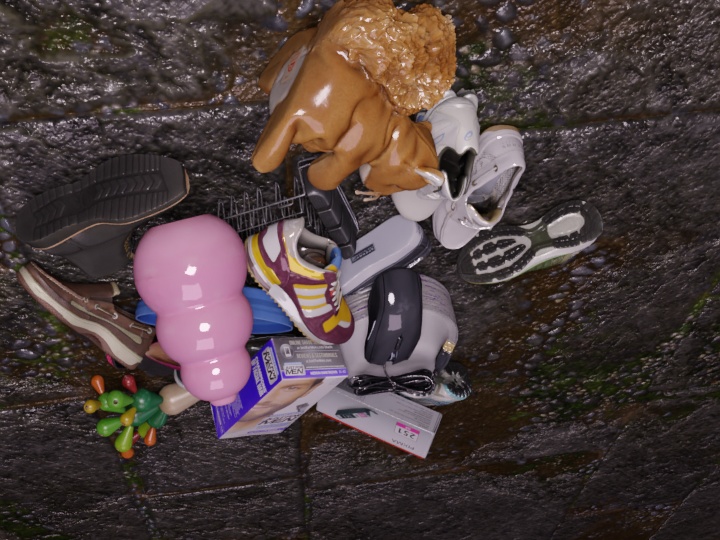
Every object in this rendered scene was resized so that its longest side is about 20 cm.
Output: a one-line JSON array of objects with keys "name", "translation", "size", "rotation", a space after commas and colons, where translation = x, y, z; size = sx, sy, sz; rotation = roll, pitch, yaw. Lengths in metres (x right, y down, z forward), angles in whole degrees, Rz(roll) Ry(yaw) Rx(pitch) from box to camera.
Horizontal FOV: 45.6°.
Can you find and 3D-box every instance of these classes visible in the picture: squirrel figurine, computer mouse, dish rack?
[{"name": "squirrel figurine", "translation": [0.018, -0.155, 0.814], "size": [0.185, 0.143, 0.200], "rotation": [28, 121, -27]}, {"name": "computer mouse", "translation": [0.068, 0.092, 1.112], "size": [0.138, 0.046, 0.203], "rotation": [2, 122, -20]}, {"name": "dish rack", "translation": [-0.109, -0.045, 1.025], "size": [0.196, 0.055, 0.154], "rotation": [-16, 143, 10]}]

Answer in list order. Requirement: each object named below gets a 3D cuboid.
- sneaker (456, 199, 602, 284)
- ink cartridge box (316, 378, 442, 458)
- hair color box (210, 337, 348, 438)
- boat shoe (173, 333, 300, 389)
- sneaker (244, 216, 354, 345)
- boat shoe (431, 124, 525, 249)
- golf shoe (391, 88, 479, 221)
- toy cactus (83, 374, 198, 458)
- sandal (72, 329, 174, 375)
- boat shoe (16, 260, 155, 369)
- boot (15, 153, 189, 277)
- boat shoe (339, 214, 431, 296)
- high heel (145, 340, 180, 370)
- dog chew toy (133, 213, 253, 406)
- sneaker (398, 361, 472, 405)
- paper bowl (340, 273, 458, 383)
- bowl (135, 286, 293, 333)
[{"name": "sneaker", "translation": [0.226, -0.020, 1.137], "size": [0.197, 0.078, 0.089], "rotation": [-18, 153, 14]}, {"name": "ink cartridge box", "translation": [0.022, 0.249, 1.400], "size": [0.197, 0.044, 0.175], "rotation": [22, 144, 9]}, {"name": "hair color box", "translation": [-0.116, 0.164, 1.185], "size": [0.108, 0.066, 0.200], "rotation": [1, 147, -37]}, {"name": "boat shoe", "translation": [-0.169, 0.127, 1.236], "size": [0.196, 0.077, 0.061], "rotation": [-9, 148, -24]}, {"name": "sneaker", "translation": [-0.047, 0.017, 1.000], "size": [0.089, 0.076, 0.200], "rotation": [-22, 136, 24]}, {"name": "boat shoe", "translation": [0.139, -0.081, 1.024], "size": [0.069, 0.070, 0.201], "rotation": [0, 144, -18]}, {"name": "golf shoe", "translation": [0.082, -0.105, 0.954], "size": [0.077, 0.099, 0.201], "rotation": [-3, 146, -14]}, {"name": "toy cactus", "translation": [-0.319, 0.202, 1.294], "size": [0.162, 0.103, 0.201], "rotation": [-21, 146, -9]}, {"name": "sandal", "translation": [-0.316, 0.113, 1.194], "size": [0.074, 0.046, 0.200], "rotation": [-24, 143, 19]}, {"name": "boat shoe", "translation": [-0.338, 0.041, 1.084], "size": [0.075, 0.074, 0.203], "rotation": [-50, 132, -9]}, {"name": "boot", "translation": [-0.262, -0.055, 0.966], "size": [0.196, 0.079, 0.139], "rotation": [-12, 155, 13]}, {"name": "boat shoe", "translation": [0.000, 0.000, 1.107], "size": [0.198, 0.073, 0.068], "rotation": [-31, 140, 15]}, {"name": "high heel", "translation": [-0.211, 0.109, 1.092], "size": [0.094, 0.069, 0.199], "rotation": [-6, 177, -25]}, {"name": "dog chew toy", "translation": [-0.170, 0.045, 0.924], "size": [0.122, 0.204, 0.125], "rotation": [-14, -175, 1]}, {"name": "sneaker", "translation": [0.087, 0.187, 1.383], "size": [0.198, 0.079, 0.086], "rotation": [19, 139, -35]}, {"name": "paper bowl", "translation": [0.043, 0.100, 1.224], "size": [0.196, 0.106, 0.202], "rotation": [-8, 144, -6]}, {"name": "bowl", "translation": [-0.182, 0.049, 1.080], "size": [0.196, 0.040, 0.201], "rotation": [3, 170, 1]}]
